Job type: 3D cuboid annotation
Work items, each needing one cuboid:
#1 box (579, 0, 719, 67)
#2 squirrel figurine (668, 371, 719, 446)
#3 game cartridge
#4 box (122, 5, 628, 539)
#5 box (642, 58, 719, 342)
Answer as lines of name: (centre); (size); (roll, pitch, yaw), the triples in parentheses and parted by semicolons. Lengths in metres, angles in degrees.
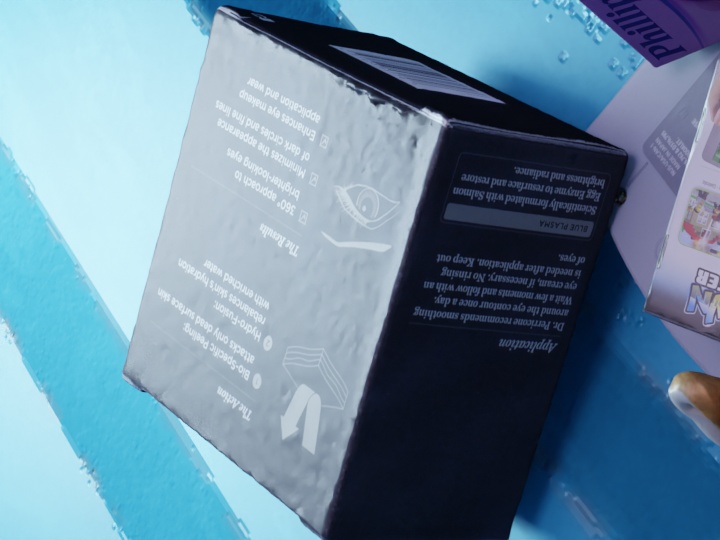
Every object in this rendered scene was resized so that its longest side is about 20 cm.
box: (0.158, -0.192, 0.893); (0.199, 0.176, 0.097); (-21, 59, 28)
squirrel figurine: (0.168, 0.089, 0.767); (0.141, 0.187, 0.200); (-21, 27, 9)
game cartridge: (0.179, -0.024, 0.961); (0.133, 0.040, 0.200); (-48, 50, 22)
box: (0.000, 0.000, 1.055); (0.196, 0.117, 0.201); (33, 110, 50)
box: (0.217, -0.002, 0.861); (0.199, 0.035, 0.111); (23, 105, 28)
